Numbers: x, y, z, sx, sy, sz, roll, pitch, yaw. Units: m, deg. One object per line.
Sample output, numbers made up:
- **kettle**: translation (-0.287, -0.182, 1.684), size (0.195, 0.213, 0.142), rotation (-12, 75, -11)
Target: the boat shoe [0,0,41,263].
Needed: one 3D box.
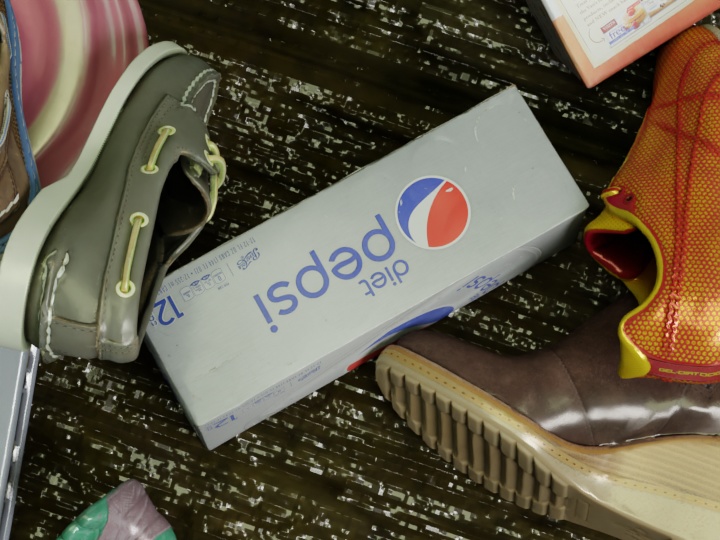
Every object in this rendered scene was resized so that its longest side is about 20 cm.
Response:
- **boat shoe**: translation (-0.174, -0.097, 0.745), size (0.072, 0.073, 0.201), rotation (-18, 61, -14)

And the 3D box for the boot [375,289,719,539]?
- **boot**: translation (0.123, 0.033, 0.806), size (0.199, 0.072, 0.167), rotation (26, 66, 6)

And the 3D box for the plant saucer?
- **plant saucer**: translation (-0.197, -0.096, 0.827), size (0.198, 0.051, 0.203), rotation (0, 77, -2)

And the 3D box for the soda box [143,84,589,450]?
- **soda box**: translation (0.000, 0.000, 0.801), size (0.199, 0.063, 0.069), rotation (-30, 77, -8)

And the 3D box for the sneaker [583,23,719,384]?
- **sneaker**: translation (0.136, -0.039, 0.778), size (0.076, 0.073, 0.201), rotation (1, 45, 7)

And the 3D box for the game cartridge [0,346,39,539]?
- **game cartridge**: translation (-0.210, 0.054, 0.775), size (0.132, 0.041, 0.202), rotation (11, 94, -2)

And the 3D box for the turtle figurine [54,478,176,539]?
- **turtle figurine**: translation (-0.056, 0.188, 0.743), size (0.200, 0.100, 0.150), rotation (47, 121, 11)

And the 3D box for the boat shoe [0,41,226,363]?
- **boat shoe**: translation (-0.092, -0.030, 0.757), size (0.060, 0.073, 0.202), rotation (15, 37, 6)

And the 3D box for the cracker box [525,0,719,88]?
- **cracker box**: translation (0.107, -0.203, 0.792), size (0.133, 0.058, 0.201), rotation (-31, 116, 2)
